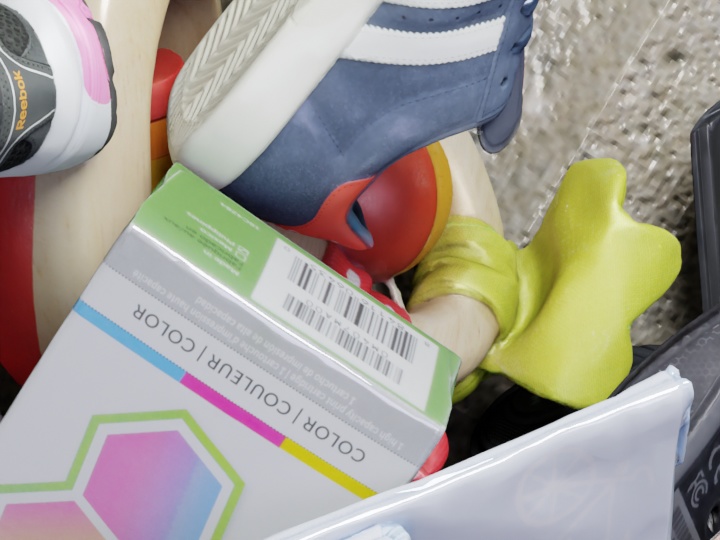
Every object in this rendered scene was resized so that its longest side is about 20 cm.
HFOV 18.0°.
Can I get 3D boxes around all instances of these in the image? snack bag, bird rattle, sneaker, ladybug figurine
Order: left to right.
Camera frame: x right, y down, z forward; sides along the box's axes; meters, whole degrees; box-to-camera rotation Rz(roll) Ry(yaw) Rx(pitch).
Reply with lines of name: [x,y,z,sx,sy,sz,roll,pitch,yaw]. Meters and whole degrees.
sneaker: [-0.174,-0.057,0.642,0.198,0.086,0.081,-2,101,23]
ladybug figurine: [-0.088,-0.037,0.731,0.071,0.136,0.202,5,111,10]
bird rattle: [0.000,0.000,0.762,0.199,0.112,0.164,-17,81,-43]
snack bag: [0.013,0.130,0.664,0.199,0.021,0.189,-21,136,-17]
sneaker: [0.032,-0.088,0.663,0.084,0.075,0.200,33,113,-25]

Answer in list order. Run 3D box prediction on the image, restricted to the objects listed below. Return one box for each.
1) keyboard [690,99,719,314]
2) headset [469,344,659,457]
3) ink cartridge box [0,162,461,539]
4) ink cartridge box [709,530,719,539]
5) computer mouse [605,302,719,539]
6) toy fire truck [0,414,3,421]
keyboard: [0.174,0.024,0.871,0.126,0.021,0.202,-16,106,-35]
headset: [0.083,0.100,0.834,0.199,0.094,0.125,-11,106,-29]
ink cartridge box: [-0.068,0.081,0.663,0.103,0.059,0.201,34,111,-5]
ink cartridge box: [0.175,0.135,0.824,0.176,0.045,0.201,-40,142,-36]
computer mouse: [0.114,0.065,0.785,0.200,0.052,0.139,-49,139,-25]
toy fire truck: [-0.160,0.134,0.754,0.141,0.049,0.200,39,106,-16]
